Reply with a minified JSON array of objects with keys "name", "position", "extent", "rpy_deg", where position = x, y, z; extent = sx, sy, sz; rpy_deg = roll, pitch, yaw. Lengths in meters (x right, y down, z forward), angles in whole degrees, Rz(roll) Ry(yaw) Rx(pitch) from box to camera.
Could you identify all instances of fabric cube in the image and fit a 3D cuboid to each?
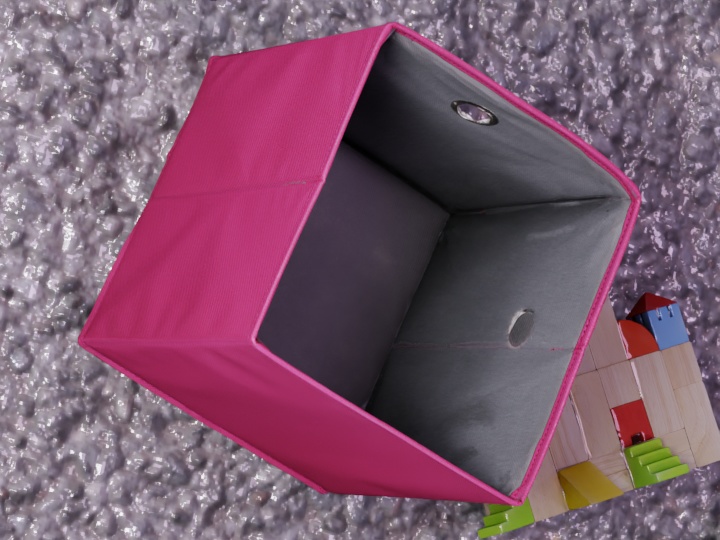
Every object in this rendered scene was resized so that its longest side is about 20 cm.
[{"name":"fabric cube","position":[0.000,0.000,1.599],"extent":[0.196,0.199,0.201],"rpy_deg":[32,72,-27]}]

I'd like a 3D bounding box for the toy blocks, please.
[{"name":"toy blocks","position":[0.133,0.072,1.754],"extent":[0.199,0.100,0.137],"rpy_deg":[-14,85,-32]}]
